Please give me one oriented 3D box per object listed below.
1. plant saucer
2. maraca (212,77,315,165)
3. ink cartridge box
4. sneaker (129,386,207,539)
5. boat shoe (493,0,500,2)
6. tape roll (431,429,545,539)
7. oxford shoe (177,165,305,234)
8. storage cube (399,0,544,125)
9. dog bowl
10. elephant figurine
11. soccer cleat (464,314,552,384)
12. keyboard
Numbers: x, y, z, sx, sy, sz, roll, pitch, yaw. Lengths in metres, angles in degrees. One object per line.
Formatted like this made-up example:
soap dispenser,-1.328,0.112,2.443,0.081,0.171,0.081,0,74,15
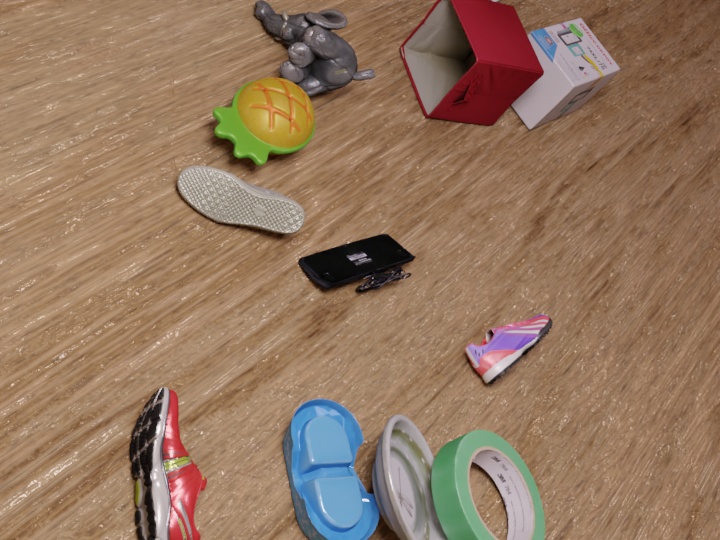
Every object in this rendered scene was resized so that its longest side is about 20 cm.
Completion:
plant saucer,0.060,0.298,1.305,0.200,0.050,0.201,54,24,-39
maraca,-0.150,-0.238,1.524,0.137,0.107,0.200,46,46,4
ink cartridge box,0.408,-0.414,2.009,0.200,0.146,0.147,-27,77,-44
sneaker,-0.229,0.243,1.168,0.085,0.077,0.201,10,65,-36
boat shoe,0.234,-0.562,2.046,0.060,0.072,0.200,50,51,1
tape roll,0.185,0.330,1.373,0.200,0.048,0.201,30,43,-33
oxford shoe,-0.181,-0.104,1.450,0.199,0.076,0.058,17,9,-15
storage cube,0.212,-0.402,1.848,0.179,0.171,0.201,0,60,-36
dog bowl,-0.045,0.274,1.283,0.111,0.050,0.201,4,57,-33
elephant figurine,-0.084,-0.405,1.684,0.155,0.141,0.201,47,20,-39
soccer cleat,0.249,0.112,1.592,0.073,0.068,0.200,48,48,10
keyboard,0.000,0.000,1.526,0.199,0.040,0.104,-18,48,-40
